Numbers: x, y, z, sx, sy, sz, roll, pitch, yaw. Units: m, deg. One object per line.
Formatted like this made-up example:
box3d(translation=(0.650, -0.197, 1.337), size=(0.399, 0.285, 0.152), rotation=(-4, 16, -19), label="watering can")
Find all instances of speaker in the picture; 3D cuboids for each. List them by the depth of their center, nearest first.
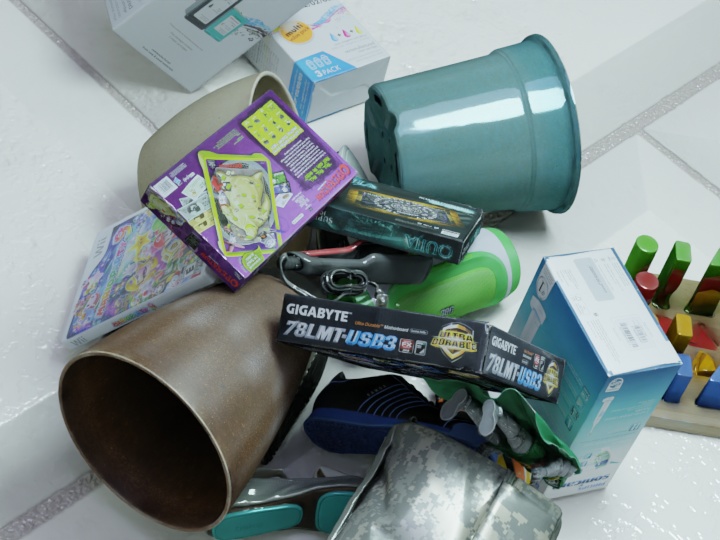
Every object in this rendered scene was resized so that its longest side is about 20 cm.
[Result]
box3d(translation=(0.067, 0.018, 1.584), size=(0.199, 0.089, 0.089), rotation=(-20, 56, -28), label="speaker")

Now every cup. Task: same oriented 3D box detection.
box3d(translation=(-0.145, -0.094, 1.582), size=(0.142, 0.201, 0.201), rotation=(-7, 45, 16), label="cup")

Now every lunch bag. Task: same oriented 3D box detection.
box3d(translation=(0.056, 0.244, 1.319), size=(0.167, 0.139, 0.201), rotation=(36, 60, -1), label="lunch bag")

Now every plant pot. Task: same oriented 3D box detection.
box3d(translation=(-0.133, 0.094, 1.362), size=(0.186, 0.188, 0.200), rotation=(32, 47, 15), label="plant pot")
box3d(translation=(0.114, -0.145, 1.683), size=(0.194, 0.201, 0.201), rotation=(-10, 52, -11), label="plant pot")

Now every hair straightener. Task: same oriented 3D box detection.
box3d(translation=(0.000, 0.000, 1.449), size=(0.199, 0.041, 0.077), rotation=(1, 35, -48), label="hair straightener")

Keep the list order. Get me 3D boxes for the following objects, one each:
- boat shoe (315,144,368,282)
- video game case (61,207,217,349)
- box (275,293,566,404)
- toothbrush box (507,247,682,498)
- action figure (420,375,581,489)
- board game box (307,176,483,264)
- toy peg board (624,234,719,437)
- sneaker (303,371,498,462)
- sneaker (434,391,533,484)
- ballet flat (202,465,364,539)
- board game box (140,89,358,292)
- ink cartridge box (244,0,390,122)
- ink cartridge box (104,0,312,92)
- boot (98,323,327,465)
box3d(translation=(-0.022, -0.064, 1.647), size=(0.060, 0.076, 0.201), rotation=(-29, 28, 16), label="boat shoe")
box3d(translation=(-0.198, -0.014, 1.464), size=(0.018, 0.199, 0.144), rotation=(41, 42, -32), label="video game case")
box3d(translation=(0.057, 0.070, 1.358), size=(0.197, 0.200, 0.050), rotation=(7, 82, 28), label="box")
box3d(translation=(0.206, 0.101, 1.468), size=(0.085, 0.201, 0.147), rotation=(-6, 50, -25), label="toothbrush box")
box3d(translation=(0.141, 0.152, 1.353), size=(0.118, 0.200, 0.055), rotation=(20, 79, 38), label="action figure")
box3d(translation=(0.016, -0.058, 1.522), size=(0.198, 0.028, 0.135), rotation=(15, 18, 10), label="board game box")
box3d(translation=(0.351, 0.061, 1.611), size=(0.198, 0.098, 0.200), rotation=(9, 47, -5), label="toy peg board")
box3d(translation=(0.045, 0.138, 1.451), size=(0.198, 0.070, 0.078), rotation=(9, 47, 25), label="sneaker")
box3d(translation=(0.094, 0.135, 1.500), size=(0.089, 0.070, 0.201), rotation=(-17, 51, -15), label="sneaker")
box3d(translation=(-0.051, 0.206, 1.404), size=(0.198, 0.068, 0.064), rotation=(-1, 42, -15), label="ballet flat")
box3d(translation=(-0.098, -0.077, 1.411), size=(0.120, 0.032, 0.200), rotation=(41, 45, 5), label="board game box")
box3d(translation=(-0.071, -0.277, 1.823), size=(0.115, 0.068, 0.200), rotation=(-23, 58, -30), label="ink cartridge box")
box3d(translation=(-0.174, -0.339, 1.735), size=(0.146, 0.199, 0.147), rotation=(36, 26, -47), label="ink cartridge box")
box3d(translation=(-0.144, 0.084, 1.493), size=(0.199, 0.073, 0.182), rotation=(23, 48, 15), label="boot")
